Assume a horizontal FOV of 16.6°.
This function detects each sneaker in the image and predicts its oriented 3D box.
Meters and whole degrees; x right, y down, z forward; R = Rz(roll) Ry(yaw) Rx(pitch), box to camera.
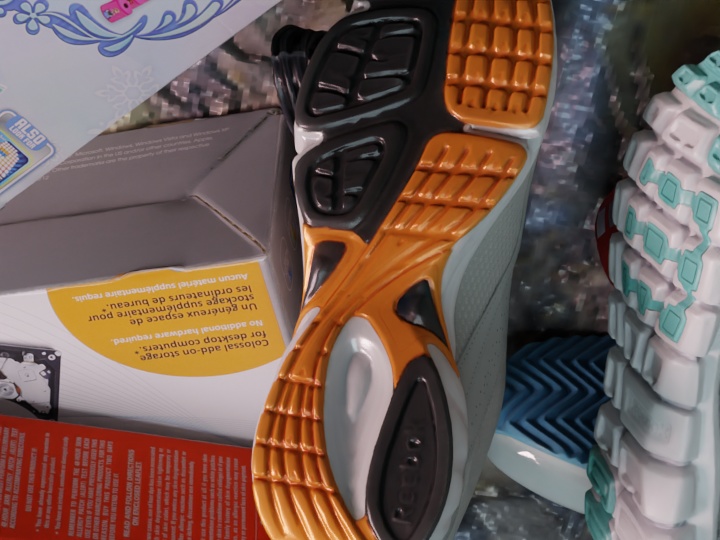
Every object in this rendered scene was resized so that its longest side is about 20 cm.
[{"bbox_3d":[0.125,0.021,0.759,0.091,0.078,0.200,-5,122,-16],"label":"sneaker"},{"bbox_3d":[0.017,0.000,0.753,0.076,0.200,0.092,12,170,15],"label":"sneaker"},{"bbox_3d":[0.130,0.084,0.866,0.200,0.077,0.081,17,131,-9],"label":"sneaker"}]

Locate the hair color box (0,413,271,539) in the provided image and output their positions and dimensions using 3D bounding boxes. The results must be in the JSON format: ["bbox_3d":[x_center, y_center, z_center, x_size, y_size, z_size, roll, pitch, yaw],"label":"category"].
[{"bbox_3d":[-0.084,0.105,0.795,0.200,0.061,0.102,8,129,-8],"label":"hair color box"}]

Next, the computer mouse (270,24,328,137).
[{"bbox_3d":[0.000,0.000,0.813,0.034,0.059,0.200,-1,132,24],"label":"computer mouse"}]

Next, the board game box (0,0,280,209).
[{"bbox_3d":[-0.096,-0.136,0.643,0.199,0.043,0.200,-33,119,24],"label":"board game box"}]

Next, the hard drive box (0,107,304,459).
[{"bbox_3d":[-0.079,0.054,0.848,0.156,0.077,0.200,-8,131,10],"label":"hard drive box"}]

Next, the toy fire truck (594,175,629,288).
[{"bbox_3d":[0.193,-0.001,0.804,0.200,0.049,0.141,33,124,-21],"label":"toy fire truck"}]
